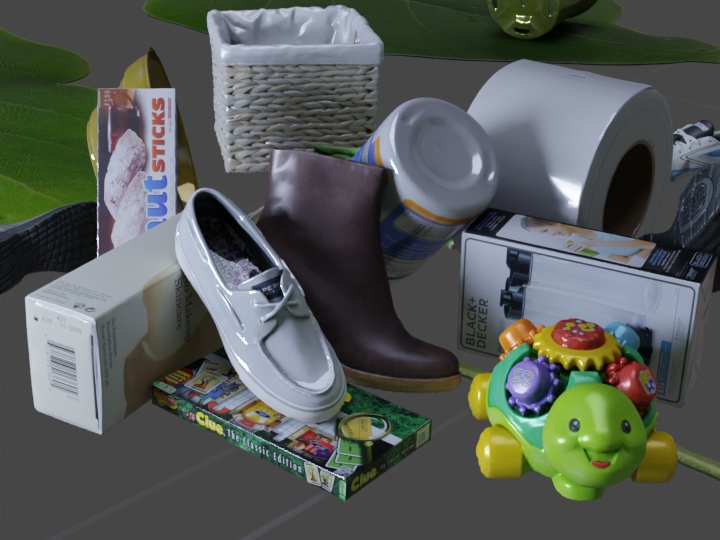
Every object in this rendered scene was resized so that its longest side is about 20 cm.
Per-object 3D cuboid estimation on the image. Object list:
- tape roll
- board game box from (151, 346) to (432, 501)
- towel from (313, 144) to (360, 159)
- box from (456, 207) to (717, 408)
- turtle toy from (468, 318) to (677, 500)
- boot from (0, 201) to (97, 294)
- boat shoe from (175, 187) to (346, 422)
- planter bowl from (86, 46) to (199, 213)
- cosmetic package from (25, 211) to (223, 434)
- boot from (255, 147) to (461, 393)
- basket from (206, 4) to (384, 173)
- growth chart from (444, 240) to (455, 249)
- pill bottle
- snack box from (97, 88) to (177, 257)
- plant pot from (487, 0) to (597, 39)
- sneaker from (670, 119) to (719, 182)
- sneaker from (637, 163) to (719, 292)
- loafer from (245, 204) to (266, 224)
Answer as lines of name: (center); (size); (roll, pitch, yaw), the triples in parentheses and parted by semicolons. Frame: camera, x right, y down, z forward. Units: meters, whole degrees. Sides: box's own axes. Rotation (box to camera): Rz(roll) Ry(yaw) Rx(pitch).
tape roll: (0.192, -0.085, 1.121); (0.139, 0.204, 0.202); (19, 30, 33)
board game box: (-0.055, 0.108, 0.906); (0.199, 0.024, 0.105); (19, 28, 34)
towel: (0.062, -0.114, 1.309); (0.199, 0.031, 0.149); (4, 5, -22)
box: (0.182, 0.028, 0.979); (0.199, 0.117, 0.060); (15, 31, 24)
turtle toy: (0.155, 0.096, 0.844); (0.145, 0.102, 0.200); (1, 25, 0)
boot: (-0.342, -0.032, 1.149); (0.130, 0.068, 0.199); (15, 26, 40)
boat shoe: (-0.074, 0.021, 0.888); (0.072, 0.069, 0.201); (-21, 65, -22)
planter bowl: (-0.224, -0.117, 1.198); (0.083, 0.201, 0.201); (-15, 26, 0)
cosmetic package: (-0.174, 0.036, 0.959); (0.071, 0.106, 0.200); (15, 30, 25)
boot: (0.000, 0.000, 0.944); (0.199, 0.167, 0.072); (16, 9, 11)
basket: (-0.083, -0.227, 1.459); (0.199, 0.162, 0.198); (-5, 25, -10)
growth chart: (0.086, -0.056, 1.268); (0.199, 0.018, 0.145); (-15, 30, -31)
pill bottle: (0.027, -0.055, 1.046); (0.111, 0.200, 0.113); (13, 60, -23)
snack box: (-0.203, -0.065, 1.079); (0.071, 0.201, 0.024); (-1, -5, -5)
plant pot: (0.312, -0.498, 2.057); (0.199, 0.201, 0.184); (12, 38, 22)
sneaker: (0.376, -0.141, 1.403); (0.199, 0.073, 0.072); (-11, 29, -21)
sneaker: (0.289, -0.007, 1.006); (0.090, 0.200, 0.076); (16, 58, -10)
loafer: (-0.067, -0.055, 1.188); (0.199, 0.069, 0.076); (-23, 33, -30)
